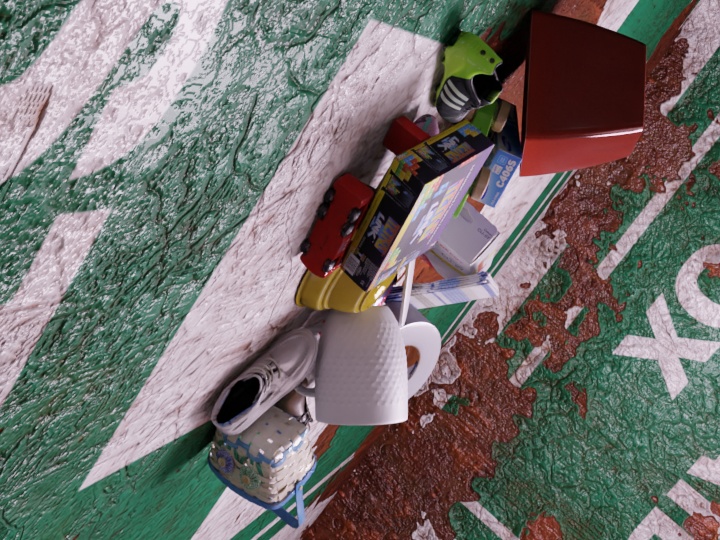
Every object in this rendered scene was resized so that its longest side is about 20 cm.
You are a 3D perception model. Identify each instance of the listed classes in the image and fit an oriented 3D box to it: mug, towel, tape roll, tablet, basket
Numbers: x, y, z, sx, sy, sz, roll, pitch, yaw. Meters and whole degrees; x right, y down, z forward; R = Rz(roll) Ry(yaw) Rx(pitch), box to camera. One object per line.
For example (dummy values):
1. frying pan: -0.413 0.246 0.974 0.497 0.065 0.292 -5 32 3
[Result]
1. mug: -0.024 0.145 1.465 0.148 0.197 0.178 9 80 -75
2. towel: 0.143 0.039 1.648 0.197 0.024 0.147 -10 166 15
3. tape roll: 0.046 0.155 1.638 0.199 0.066 0.202 -26 138 -26
4. tablet: 0.082 -0.020 1.503 0.130 0.013 0.203 -68 165 -74
5. basket: -0.160 0.306 1.491 0.139 0.175 0.202 -42 146 -36

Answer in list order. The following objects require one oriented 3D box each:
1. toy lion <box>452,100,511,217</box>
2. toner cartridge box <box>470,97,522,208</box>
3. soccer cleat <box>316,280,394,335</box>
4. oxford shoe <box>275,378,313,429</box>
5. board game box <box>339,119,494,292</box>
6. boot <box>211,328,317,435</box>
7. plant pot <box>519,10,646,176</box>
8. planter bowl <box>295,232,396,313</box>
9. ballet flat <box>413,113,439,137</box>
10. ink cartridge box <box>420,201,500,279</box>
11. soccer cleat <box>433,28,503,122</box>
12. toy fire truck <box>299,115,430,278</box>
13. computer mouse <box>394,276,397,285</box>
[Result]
1. toy lion: 0.160 -0.165 1.426 0.192 0.068 0.202 111 -1 -62
2. toner cartridge box: 0.214 -0.192 1.487 0.201 0.043 0.096 -81 -166 -57
3. soccer cleat: 0.011 0.051 1.556 0.200 0.076 0.067 -46 -176 -9
4. oxford shoe: -0.115 0.248 1.678 0.073 0.084 0.201 -40 162 -32
5. board game box: 0.072 -0.083 1.212 0.165 0.057 0.201 -32 158 -43
6. boot: -0.137 0.162 1.365 0.200 0.073 0.096 -48 174 -9
7. plant pot: 0.340 -0.262 1.436 0.200 0.174 0.203 59 36 -77
8. planter bowl: 0.000 0.000 1.379 0.201 0.083 0.201 -48 167 -15
9. ballet flat: 0.089 -0.154 1.318 0.072 0.069 0.200 -59 168 -19
10. ink cartridge box: 0.163 -0.055 1.662 0.083 0.145 0.200 -46 167 -10
11. soccer cleat: 0.142 -0.236 1.218 0.068 0.081 0.200 -48 167 -10
12. toy fire truck: 0.004 -0.092 1.207 0.141 0.049 0.201 -37 160 -48
13. computer mouse: -0.002 0.056 1.629 0.200 0.044 0.110 -49 165 -22
